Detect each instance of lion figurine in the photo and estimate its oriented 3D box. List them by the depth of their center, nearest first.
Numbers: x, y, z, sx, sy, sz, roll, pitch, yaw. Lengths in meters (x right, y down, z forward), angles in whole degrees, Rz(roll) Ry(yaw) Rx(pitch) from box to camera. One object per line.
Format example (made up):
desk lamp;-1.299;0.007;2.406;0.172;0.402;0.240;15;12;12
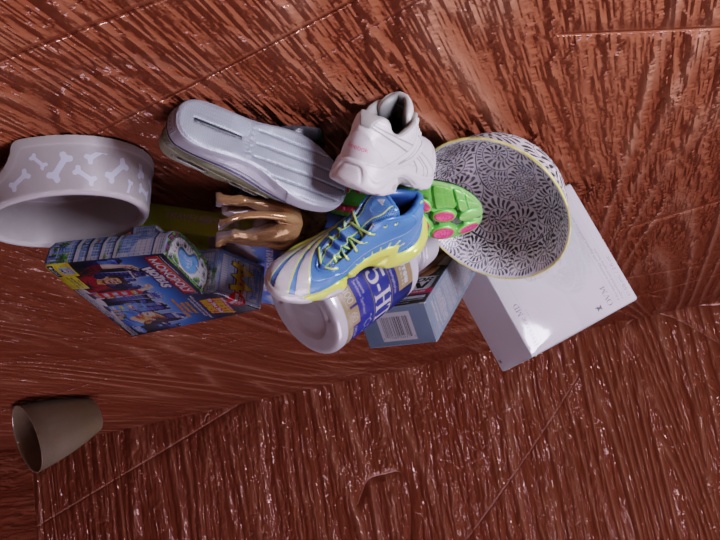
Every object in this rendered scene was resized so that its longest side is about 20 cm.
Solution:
lion figurine;-0.094;-0.052;0.967;0.122;0.073;0.200;3;-172;-5

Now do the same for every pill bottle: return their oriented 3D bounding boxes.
pill bottle;0.000;0.000;1.073;0.200;0.120;0.120;-37;-177;-34

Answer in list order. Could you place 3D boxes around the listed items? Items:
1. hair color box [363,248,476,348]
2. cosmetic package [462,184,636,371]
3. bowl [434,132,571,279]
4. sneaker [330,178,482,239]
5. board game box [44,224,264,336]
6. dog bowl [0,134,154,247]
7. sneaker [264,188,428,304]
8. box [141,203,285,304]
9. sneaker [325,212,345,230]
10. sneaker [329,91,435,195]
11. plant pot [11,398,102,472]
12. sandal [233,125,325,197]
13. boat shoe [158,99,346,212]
hair color box;0.081;0.025;1.190;0.099;0.061;0.200;-8;-157;28
cosmetic package;0.263;0.011;1.324;0.199;0.200;0.123;-26;171;-17
bowl;0.174;-0.097;1.079;0.200;0.201;0.094;-25;-159;46
sneaker;0.050;-0.096;1.044;0.199;0.084;0.077;15;126;-1
board game box;-0.225;0.006;1.039;0.199;0.062;0.200;-6;152;14
dog bowl;-0.319;-0.078;0.950;0.199;0.059;0.200;-10;167;-2
sneaker;-0.013;-0.039;0.947;0.199;0.076;0.105;-24;146;-27
box;-0.177;-0.018;1.107;0.199;0.048;0.122;9;141;3
sneaker;-0.059;-0.012;1.190;0.080;0.147;0.200;17;165;-7
sneaker;0.042;-0.138;0.934;0.078;0.100;0.200;23;-160;15
plant pot;-0.815;0.426;2.409;0.199;0.188;0.187;-17;174;-41
sandal;-0.090;-0.112;1.007;0.076;0.043;0.200;-4;165;-22
boat shoe;-0.107;-0.113;0.897;0.199;0.072;0.062;24;156;-26
